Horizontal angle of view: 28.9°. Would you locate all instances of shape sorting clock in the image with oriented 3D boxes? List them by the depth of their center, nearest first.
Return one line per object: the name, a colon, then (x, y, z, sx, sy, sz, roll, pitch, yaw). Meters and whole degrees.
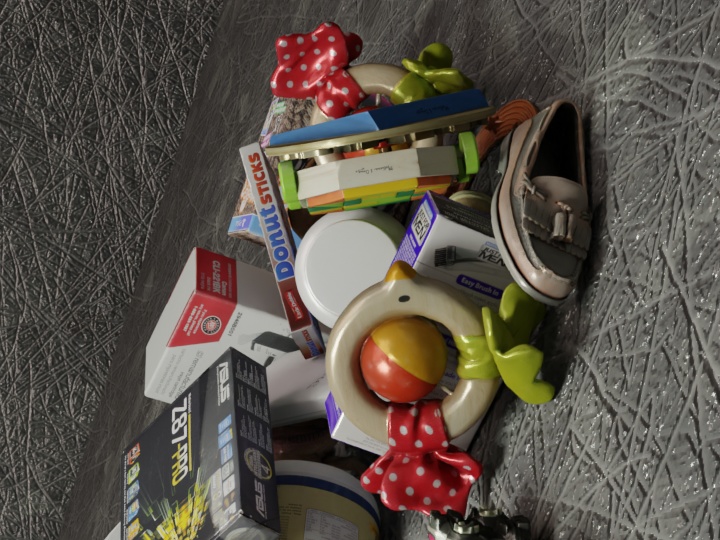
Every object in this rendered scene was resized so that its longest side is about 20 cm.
shape sorting clock: (0.017, -0.116, 1.188, 0.200, 0.199, 0.040, -178, 74, -73)

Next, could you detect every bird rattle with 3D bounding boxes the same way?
bird rattle: (0.049, 0.081, 1.037, 0.200, 0.163, 0.113, -51, 4, 25)
bird rattle: (0.010, -0.150, 1.329, 0.113, 0.198, 0.164, -50, -34, -84)

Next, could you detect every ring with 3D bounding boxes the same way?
ring: (0.105, -0.060, 1.249, 0.201, 0.019, 0.201, -57, 21, 36)

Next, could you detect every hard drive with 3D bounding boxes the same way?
hard drive: (-0.040, 0.101, 1.290, 0.199, 0.026, 0.132, -18, 15, 46)

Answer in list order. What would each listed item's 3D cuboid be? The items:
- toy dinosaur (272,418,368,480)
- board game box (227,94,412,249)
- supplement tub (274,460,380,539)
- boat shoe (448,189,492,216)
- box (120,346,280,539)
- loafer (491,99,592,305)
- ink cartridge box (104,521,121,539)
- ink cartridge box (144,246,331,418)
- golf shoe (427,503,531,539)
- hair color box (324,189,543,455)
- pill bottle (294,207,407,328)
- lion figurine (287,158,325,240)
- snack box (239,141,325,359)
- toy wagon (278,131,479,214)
toy dinosaur: (-0.067, 0.167, 1.331, 0.200, 0.135, 0.086, -40, 33, 59)
board game box: (-0.029, -0.107, 1.488, 0.097, 0.158, 0.201, 178, 110, -73)
supplement tub: (-0.060, 0.276, 1.161, 0.145, 0.144, 0.201, 127, 157, -45)
boat shoe: (0.070, 0.033, 1.147, 0.063, 0.073, 0.201, -70, -3, -68)
box: (-0.138, 0.185, 1.175, 0.161, 0.049, 0.201, -42, 32, 23)
loafer: (0.141, -0.060, 1.049, 0.063, 0.072, 0.201, -50, 22, 33)
ink cartridge box: (-0.135, 0.248, 1.340, 0.116, 0.199, 0.068, -47, 28, 53)
ink cartridge box: (-0.106, 0.082, 1.450, 0.145, 0.199, 0.084, -61, 22, 28)
golf shoe: (0.099, 0.212, 0.884, 0.200, 0.077, 0.089, -158, 69, -76)
hair color box: (0.061, 0.052, 1.093, 0.065, 0.109, 0.201, -105, 39, -66)
pill bottle: (0.000, 0.000, 1.251, 0.200, 0.111, 0.113, 1, -71, -85)
lion figurine: (-0.024, -0.028, 1.390, 0.122, 0.200, 0.072, -39, 4, -31)
snack box: (-0.074, -0.020, 1.324, 0.072, 0.024, 0.201, 70, -177, -65)
toy wagon: (0.014, -0.074, 1.139, 0.200, 0.154, 0.040, 98, 163, -88)
